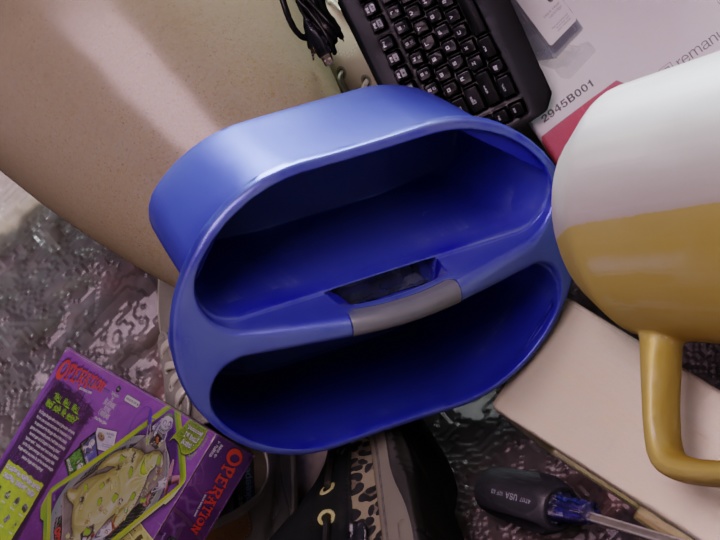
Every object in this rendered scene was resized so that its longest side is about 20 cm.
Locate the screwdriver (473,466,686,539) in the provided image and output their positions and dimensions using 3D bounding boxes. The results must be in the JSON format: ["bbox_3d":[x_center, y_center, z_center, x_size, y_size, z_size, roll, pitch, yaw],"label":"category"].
[{"bbox_3d":[0.117,0.112,1.299,0.200,0.028,0.029,4,54,55],"label":"screwdriver"}]

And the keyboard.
[{"bbox_3d":[0.004,-0.143,1.345,0.104,0.040,0.201,-26,89,15],"label":"keyboard"}]

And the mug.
[{"bbox_3d":[0.160,-0.019,1.238,0.153,0.150,0.187,-6,41,41],"label":"mug"}]

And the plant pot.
[{"bbox_3d":[-0.085,-0.074,1.413,0.187,0.187,0.200,-44,59,4],"label":"plant pot"}]

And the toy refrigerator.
[{"bbox_3d":[0.162,0.097,1.304,0.200,0.076,0.070,32,86,30],"label":"toy refrigerator"}]

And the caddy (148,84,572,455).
[{"bbox_3d":[0.000,0.000,1.286,0.199,0.142,0.105,-18,29,-20],"label":"caddy"}]

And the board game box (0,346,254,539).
[{"bbox_3d":[-0.130,0.113,1.399,0.120,0.032,0.200,-63,28,-2],"label":"board game box"}]

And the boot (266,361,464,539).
[{"bbox_3d":[-0.031,0.131,1.341,0.153,0.074,0.204,-32,30,11],"label":"boot"}]

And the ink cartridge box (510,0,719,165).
[{"bbox_3d":[0.130,-0.132,1.401,0.145,0.085,0.200,-36,58,8],"label":"ink cartridge box"}]

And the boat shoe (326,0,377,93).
[{"bbox_3d":[0.009,-0.112,1.452,0.062,0.071,0.200,-28,55,-4],"label":"boat shoe"}]

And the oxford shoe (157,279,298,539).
[{"bbox_3d":[-0.070,0.055,1.436,0.075,0.058,0.201,-19,61,22],"label":"oxford shoe"}]
